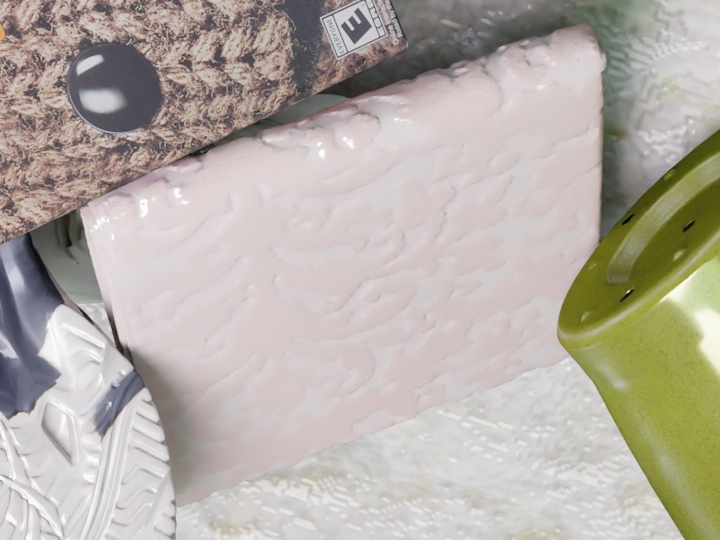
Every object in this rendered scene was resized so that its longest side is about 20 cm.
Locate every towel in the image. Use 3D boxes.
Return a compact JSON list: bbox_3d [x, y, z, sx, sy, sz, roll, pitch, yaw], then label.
[{"bbox_3d":[0.000,0.000,1.023,0.199,0.032,0.192,-20,145,-10],"label":"towel"}]

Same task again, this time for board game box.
[{"bbox_3d":[-0.110,-0.107,0.920,0.097,0.199,0.160,-10,106,58],"label":"board game box"}]

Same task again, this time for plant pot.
[{"bbox_3d":[0.181,0.045,1.002,0.193,0.201,0.200,44,118,-10],"label":"plant pot"}]

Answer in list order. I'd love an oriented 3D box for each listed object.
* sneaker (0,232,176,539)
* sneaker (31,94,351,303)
[{"bbox_3d":[-0.142,0.043,1.019,0.079,0.129,0.200,-36,98,-15],"label":"sneaker"},{"bbox_3d":[-0.088,-0.032,1.065,0.199,0.080,0.071,-16,82,37],"label":"sneaker"}]
